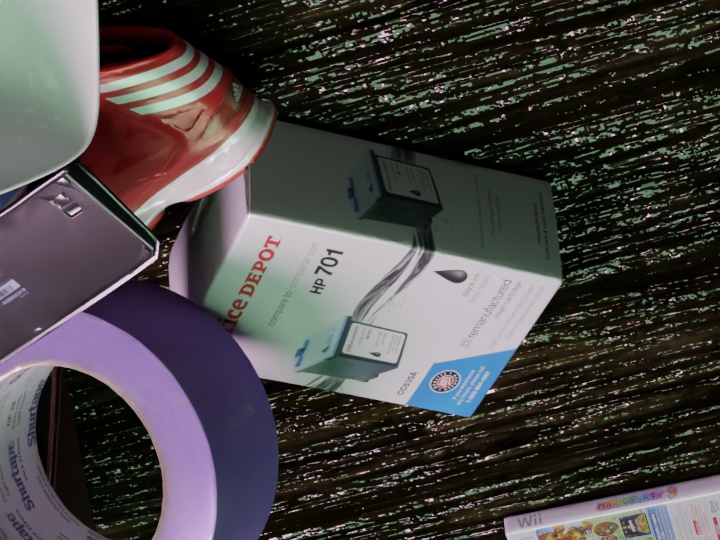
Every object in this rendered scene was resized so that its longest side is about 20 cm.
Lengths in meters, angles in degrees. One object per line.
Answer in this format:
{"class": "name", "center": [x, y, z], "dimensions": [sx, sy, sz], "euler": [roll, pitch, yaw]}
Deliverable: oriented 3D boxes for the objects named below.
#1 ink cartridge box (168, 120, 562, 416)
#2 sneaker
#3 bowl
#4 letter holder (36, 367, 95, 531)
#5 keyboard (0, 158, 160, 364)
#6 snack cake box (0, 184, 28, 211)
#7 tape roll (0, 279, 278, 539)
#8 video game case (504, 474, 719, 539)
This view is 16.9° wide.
{"class": "ink cartridge box", "center": [0.000, 0.000, 1.459], "dimensions": [0.199, 0.086, 0.147], "euler": [10, 138, -19]}
{"class": "sneaker", "center": [-0.152, -0.075, 1.382], "dimensions": [0.200, 0.078, 0.116], "euler": [-33, 117, 27]}
{"class": "bowl", "center": [-0.230, -0.132, 1.204], "dimensions": [0.199, 0.074, 0.201], "euler": [-22, 120, -40]}
{"class": "letter holder", "center": [-0.235, 0.176, 1.597], "dimensions": [0.100, 0.143, 0.200], "euler": [-4, 140, -1]}
{"class": "keyboard", "center": [-0.215, -0.006, 1.324], "dimensions": [0.200, 0.021, 0.127], "euler": [-31, 120, 31]}
{"class": "snack cake box", "center": [-0.279, 0.003, 1.419], "dimensions": [0.115, 0.067, 0.200], "euler": [29, 135, 0]}
{"class": "tape roll", "center": [-0.154, 0.109, 1.412], "dimensions": [0.200, 0.201, 0.085], "euler": [-28, 179, 25]}
{"class": "video game case", "center": [0.216, 0.205, 1.774], "dimensions": [0.199, 0.018, 0.143], "euler": [-12, 140, 8]}
